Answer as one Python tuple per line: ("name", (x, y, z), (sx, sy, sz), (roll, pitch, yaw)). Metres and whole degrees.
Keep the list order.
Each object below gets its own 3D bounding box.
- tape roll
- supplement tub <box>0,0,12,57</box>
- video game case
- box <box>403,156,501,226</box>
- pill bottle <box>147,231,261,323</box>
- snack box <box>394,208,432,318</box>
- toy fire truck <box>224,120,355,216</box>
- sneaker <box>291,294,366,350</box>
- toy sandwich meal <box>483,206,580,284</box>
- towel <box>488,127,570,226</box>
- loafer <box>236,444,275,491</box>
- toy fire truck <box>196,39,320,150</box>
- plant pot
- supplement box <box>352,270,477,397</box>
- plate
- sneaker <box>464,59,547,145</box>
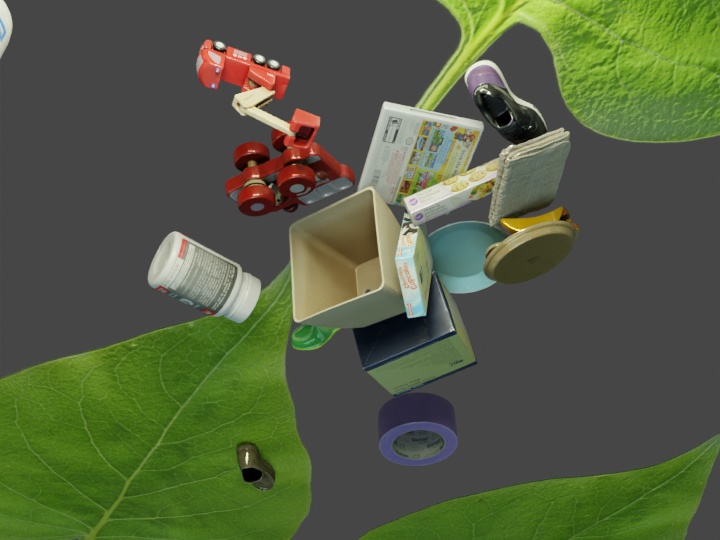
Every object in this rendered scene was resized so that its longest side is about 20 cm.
("tape roll", (0.141, 0.395, 1.947), (0.195, 0.086, 0.203), (0, 137, 0))
("supplement tub", (-0.584, -0.312, 1.111), (0.128, 0.203, 0.134), (-1, 138, 0))
("video game case", (0.101, -0.192, 1.384), (0.178, 0.023, 0.202), (9, 134, -10))
("box", (0.175, -0.140, 1.390), (0.196, 0.042, 0.039), (-22, 141, 1))
("pill bottle", (-0.300, 0.019, 1.523), (0.198, 0.116, 0.114), (29, 129, -28))
("snack box", (0.098, -0.018, 1.413), (0.036, 0.201, 0.118), (-8, 117, 13))
("toy fire truck", (-0.126, -0.153, 1.368), (0.197, 0.114, 0.167), (-22, 151, 21))
("sneaker", (-0.070, 0.095, 1.642), (0.198, 0.075, 0.084), (-32, 132, 15))
("toy sandwich meal", (0.312, -0.051, 1.455), (0.201, 0.071, 0.207), (-15, 150, -9))
("towel", (0.290, -0.160, 1.365), (0.130, 0.035, 0.202), (-20, 149, -12))
("loafer", (-0.283, 0.540, 2.096), (0.074, 0.068, 0.202), (-13, 135, 12))
("toy fire truck", (-0.160, -0.271, 1.208), (0.196, 0.143, 0.049), (15, 135, -17))
("plant pot", (0.000, 0.000, 1.459), (0.197, 0.204, 0.176), (-22, 150, 28))
("supplement box", (0.108, 0.134, 1.589), (0.197, 0.137, 0.200), (-23, 149, 12))
("plate", (0.204, -0.031, 1.551), (0.195, 0.026, 0.203), (0, 136, 0))
("sneaker", (0.240, -0.245, 1.284), (0.075, 0.089, 0.199), (-34, 128, 29))
